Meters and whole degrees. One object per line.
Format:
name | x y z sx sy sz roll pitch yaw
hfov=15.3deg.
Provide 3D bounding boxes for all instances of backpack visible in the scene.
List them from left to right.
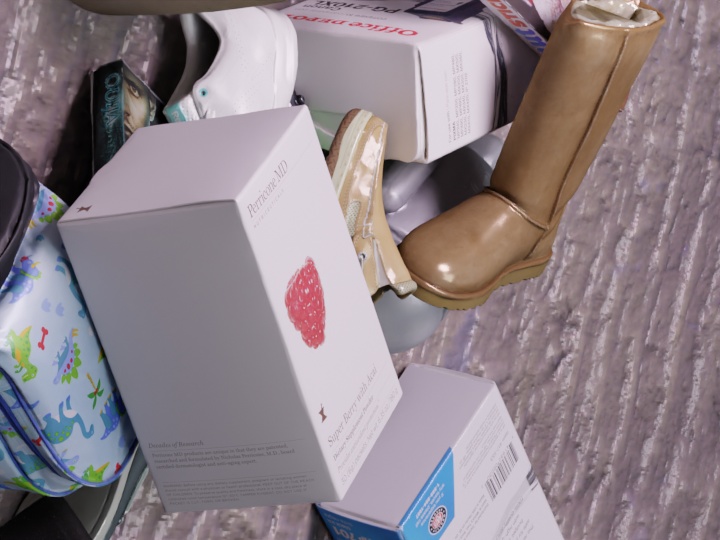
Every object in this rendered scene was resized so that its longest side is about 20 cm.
backpack | -0.204 0.044 1.549 0.163 0.154 0.200 -69 163 -44

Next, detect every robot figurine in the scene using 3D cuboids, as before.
robot figurine | 0.028 -0.022 1.863 0.200 0.113 0.170 -54 157 -32

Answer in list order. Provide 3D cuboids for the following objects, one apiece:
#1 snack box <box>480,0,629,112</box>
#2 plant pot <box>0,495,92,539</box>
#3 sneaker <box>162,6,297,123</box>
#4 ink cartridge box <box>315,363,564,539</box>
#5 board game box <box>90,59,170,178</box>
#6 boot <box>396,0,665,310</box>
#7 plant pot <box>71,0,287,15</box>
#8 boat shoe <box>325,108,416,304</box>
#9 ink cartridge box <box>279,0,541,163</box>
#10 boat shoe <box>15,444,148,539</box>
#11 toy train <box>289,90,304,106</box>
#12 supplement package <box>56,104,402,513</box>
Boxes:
snack box | 0.131 -0.180 1.788 0.200 0.024 0.072 36 67 -50
plant pot | -0.180 0.289 1.560 0.199 0.177 0.200 -37 131 -15
sneaker | -0.085 -0.078 1.679 0.088 0.075 0.200 14 61 -43
ink cartridge box | 0.064 0.192 2.010 0.147 0.086 0.200 -54 141 -29
board game box | -0.109 -0.026 1.687 0.200 0.028 0.135 47 31 -51
boot | 0.106 -0.082 1.749 0.175 0.066 0.200 -23 142 -57
plant pot | -0.066 -0.233 1.590 0.187 0.200 0.188 -21 117 -50
boat shoe | 0.000 0.000 1.700 0.072 0.076 0.200 2 101 -81
ink cartridge box | 0.040 -0.145 1.816 0.200 0.145 0.084 -27 120 -48
boat shoe | -0.161 0.140 1.686 0.062 0.073 0.200 49 55 -45
toy train | -0.039 -0.031 1.759 0.042 0.056 0.200 -30 101 -74
supplement package | -0.072 0.024 1.553 0.121 0.120 0.200 -57 135 -53
